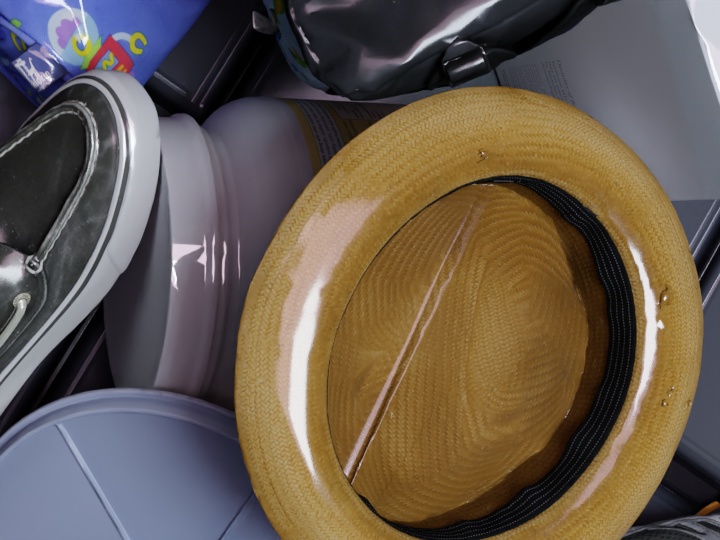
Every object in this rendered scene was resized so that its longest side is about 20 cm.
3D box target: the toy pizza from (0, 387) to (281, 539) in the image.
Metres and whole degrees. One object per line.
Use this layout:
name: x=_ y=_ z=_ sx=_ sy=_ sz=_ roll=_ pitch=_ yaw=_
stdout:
toy pizza: x=-0.074 y=0.135 z=0.862 sx=0.201 sy=0.200 sz=0.032 roll=56 pitch=30 yaw=-11

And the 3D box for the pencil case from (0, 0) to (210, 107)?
pencil case: x=-0.090 y=-0.156 z=0.890 sx=0.087 sy=0.078 sz=0.200 roll=44 pitch=75 yaw=-37

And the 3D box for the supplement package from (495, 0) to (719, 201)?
supplement package: x=0.160 y=-0.125 z=0.916 sx=0.150 sy=0.200 sz=0.152 roll=-22 pitch=98 yaw=-18

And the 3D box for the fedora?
fedora: x=0.032 y=0.030 z=0.784 sx=0.200 sy=0.082 sz=0.202 roll=-1 pitch=92 yaw=-23

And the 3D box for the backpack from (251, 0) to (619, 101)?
backpack: x=0.026 y=-0.133 z=0.814 sx=0.163 sy=0.200 sz=0.154 roll=-31 pitch=84 yaw=-4

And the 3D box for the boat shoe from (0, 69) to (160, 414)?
boat shoe: x=-0.151 y=0.004 z=0.830 sx=0.064 sy=0.071 sz=0.200 roll=6 pitch=123 yaw=-57

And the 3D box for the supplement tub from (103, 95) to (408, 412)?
supplement tub: x=0.000 y=0.000 z=0.889 sx=0.199 sy=0.145 sz=0.146 roll=2 pitch=90 yaw=-19

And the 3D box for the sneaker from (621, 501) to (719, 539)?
sneaker: x=0.170 y=0.149 z=0.988 sx=0.199 sy=0.077 sz=0.079 roll=-6 pitch=91 yaw=-21
